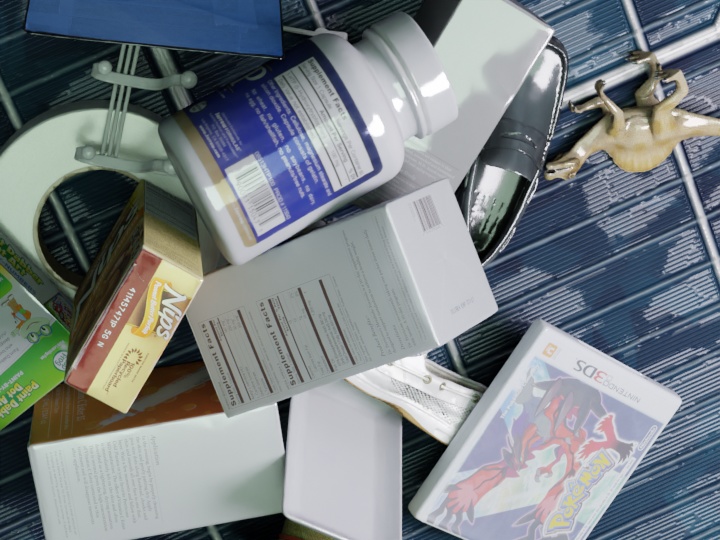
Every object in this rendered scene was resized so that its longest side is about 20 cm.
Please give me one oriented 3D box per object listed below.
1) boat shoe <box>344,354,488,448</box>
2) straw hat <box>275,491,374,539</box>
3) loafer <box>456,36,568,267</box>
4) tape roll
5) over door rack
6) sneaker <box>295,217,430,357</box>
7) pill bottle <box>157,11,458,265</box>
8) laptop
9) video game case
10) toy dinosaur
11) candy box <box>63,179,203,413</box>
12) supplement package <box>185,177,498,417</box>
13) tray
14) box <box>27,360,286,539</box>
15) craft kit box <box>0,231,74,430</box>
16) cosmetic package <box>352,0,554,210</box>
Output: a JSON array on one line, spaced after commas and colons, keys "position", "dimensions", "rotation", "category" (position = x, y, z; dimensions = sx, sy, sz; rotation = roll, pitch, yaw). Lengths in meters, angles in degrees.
[{"position": [0.029, 0.074, 1.466], "dimensions": [0.199, 0.071, 0.070], "rotation": [33, 100, -26], "category": "boat shoe"}, {"position": [-0.018, 0.215, 1.454], "dimensions": [0.199, 0.201, 0.086], "rotation": [15, 85, -13], "category": "straw hat"}, {"position": [0.124, -0.094, 1.424], "dimensions": [0.068, 0.070, 0.202], "rotation": [17, 104, -14], "category": "loafer"}, {"position": [-0.211, -0.037, 1.410], "dimensions": [0.201, 0.037, 0.205], "rotation": [-3, 108, -8], "category": "tape roll"}, {"position": [-0.110, -0.137, 1.352], "dimensions": [0.198, 0.067, 0.149], "rotation": [12, 83, -11], "category": "over door rack"}, {"position": [0.000, 0.000, 1.435], "dimensions": [0.199, 0.115, 0.076], "rotation": [31, 111, 20], "category": "sneaker"}, {"position": [-0.035, -0.102, 1.268], "dimensions": [0.199, 0.120, 0.120], "rotation": [-29, 110, -7], "category": "pill bottle"}, {"position": [-0.144, -0.257, 1.279], "dimensions": [0.185, 0.116, 0.202], "rotation": [5, 89, -9], "category": "laptop"}, {"position": [0.162, 0.158, 1.507], "dimensions": [0.181, 0.023, 0.201], "rotation": [27, 102, -34], "category": "video game case"}, {"position": [0.245, -0.127, 1.451], "dimensions": [0.198, 0.058, 0.102], "rotation": [-9, 124, 2], "category": "toy dinosaur"}, {"position": [-0.170, 0.014, 1.306], "dimensions": [0.055, 0.200, 0.116], "rotation": [29, 101, -15], "category": "candy box"}, {"position": [-0.019, 0.021, 1.316], "dimensions": [0.199, 0.114, 0.110], "rotation": [-20, 92, 30], "category": "supplement package"}, {"position": [-0.016, 0.155, 1.421], "dimensions": [0.107, 0.201, 0.022], "rotation": [25, 122, -15], "category": "tray"}, {"position": [-0.164, 0.146, 1.427], "dimensions": [0.198, 0.124, 0.098], "rotation": [-9, 108, -6], "category": "box"}, {"position": [-0.344, 0.047, 1.390], "dimensions": [0.199, 0.049, 0.198], "rotation": [-36, 107, 19], "category": "craft kit box"}, {"position": [0.061, -0.136, 1.384], "dimensions": [0.090, 0.107, 0.201], "rotation": [26, 100, -15], "category": "cosmetic package"}]
